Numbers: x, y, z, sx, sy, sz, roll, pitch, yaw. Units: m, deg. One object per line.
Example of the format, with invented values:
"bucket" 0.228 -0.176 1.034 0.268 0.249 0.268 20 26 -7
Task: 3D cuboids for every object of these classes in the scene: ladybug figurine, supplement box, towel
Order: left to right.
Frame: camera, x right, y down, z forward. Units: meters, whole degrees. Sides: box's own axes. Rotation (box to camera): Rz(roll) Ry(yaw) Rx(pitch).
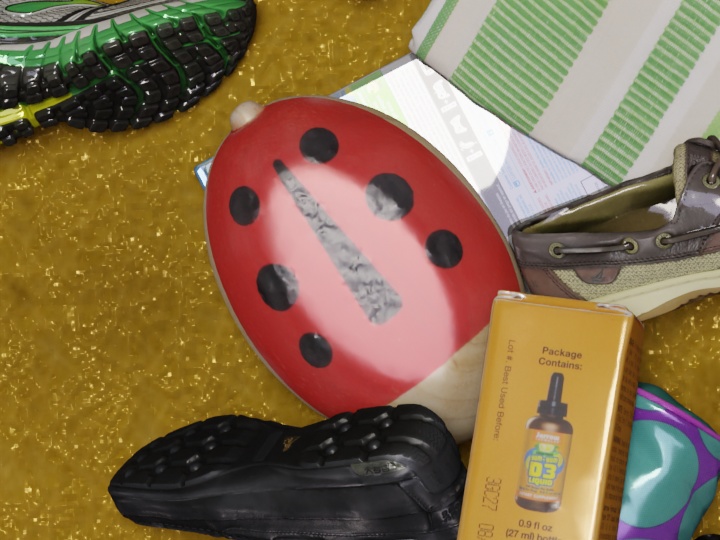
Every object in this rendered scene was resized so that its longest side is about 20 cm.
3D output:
"ladybug figurine" 0.000 0.000 0.944 0.136 0.072 0.200 -41 89 4
"supplement box" 0.083 0.114 0.886 0.066 0.069 0.201 8 85 18
"towel" 0.139 -0.117 0.941 0.200 0.023 0.153 30 112 -1

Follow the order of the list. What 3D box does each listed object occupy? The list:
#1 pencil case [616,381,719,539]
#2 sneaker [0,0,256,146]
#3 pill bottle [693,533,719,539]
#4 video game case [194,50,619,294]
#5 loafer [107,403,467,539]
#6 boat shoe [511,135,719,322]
"pencil case" 0.096 0.144 0.956 0.092 0.085 0.200 33 93 -10
"sneaker" -0.150 -0.118 0.964 0.199 0.078 0.085 -10 62 -8
"pill bottle" 0.220 0.225 0.939 0.200 0.112 0.112 34 93 2
"video game case" 0.036 -0.035 0.987 0.200 0.018 0.143 -27 91 3
"loafer" -0.037 0.110 0.942 0.200 0.068 0.071 -7 118 34
"boat shoe" 0.164 -0.029 0.914 0.200 0.073 0.065 -26 114 18
